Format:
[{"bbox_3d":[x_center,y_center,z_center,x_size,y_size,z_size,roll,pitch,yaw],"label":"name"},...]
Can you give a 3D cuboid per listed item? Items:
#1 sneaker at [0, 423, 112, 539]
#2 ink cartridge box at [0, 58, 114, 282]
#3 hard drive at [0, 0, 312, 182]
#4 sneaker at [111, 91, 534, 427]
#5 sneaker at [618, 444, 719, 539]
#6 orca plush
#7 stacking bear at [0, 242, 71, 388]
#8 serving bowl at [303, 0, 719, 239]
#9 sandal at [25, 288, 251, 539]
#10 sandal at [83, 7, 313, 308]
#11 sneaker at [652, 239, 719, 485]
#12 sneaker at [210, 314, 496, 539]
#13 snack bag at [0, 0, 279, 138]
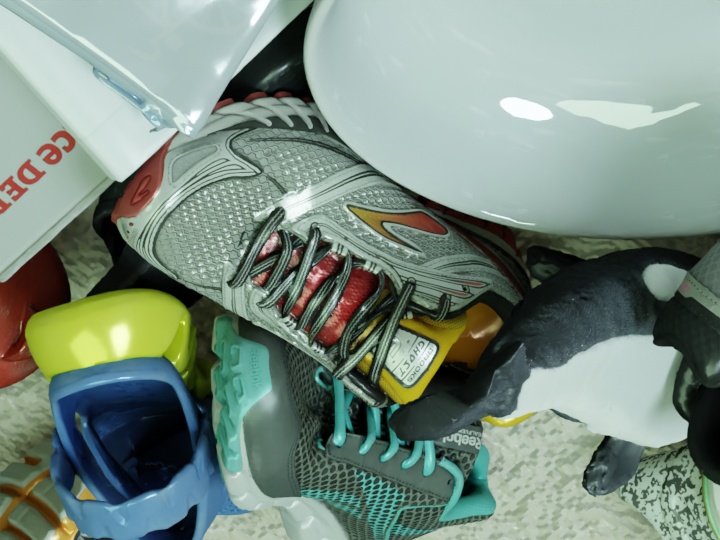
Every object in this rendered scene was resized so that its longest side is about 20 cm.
[{"bbox_3d":[-0.140,0.158,1.087,0.077,0.201,0.078,28,177,-27],"label":"sneaker"},{"bbox_3d":[-0.160,-0.111,0.907,0.200,0.084,0.145,40,129,-16],"label":"ink cartridge box"},{"bbox_3d":[-0.099,-0.148,0.827,0.200,0.132,0.027,49,171,-16],"label":"hard drive"},{"bbox_3d":[0.000,0.000,0.899,0.199,0.082,0.078,20,119,-38],"label":"sneaker"},{"bbox_3d":[0.168,0.136,1.027,0.088,0.077,0.201,-7,122,40],"label":"sneaker"},{"bbox_3d":[0.076,0.025,0.905,0.071,0.199,0.106,38,127,30],"label":"orca plush"},{"bbox_3d":[-0.199,0.036,1.031,0.199,0.122,0.113,-29,134,35],"label":"stacking bear"},{"bbox_3d":[0.082,-0.087,0.839,0.198,0.066,0.200,5,152,3],"label":"serving bowl"},{"bbox_3d":[-0.079,0.075,0.994,0.079,0.088,0.200,-12,161,13],"label":"sandal"},{"bbox_3d":[-0.060,-0.039,0.956,0.048,0.075,0.201,55,134,19],"label":"sandal"},{"bbox_3d":[0.157,0.052,0.889,0.087,0.074,0.200,-38,135,-5],"label":"sneaker"},{"bbox_3d":[0.001,0.062,0.983,0.091,0.078,0.200,-10,160,12],"label":"sneaker"},{"bbox_3d":[-0.078,-0.172,0.793,0.188,0.021,0.201,34,92,-13],"label":"snack bag"}]
